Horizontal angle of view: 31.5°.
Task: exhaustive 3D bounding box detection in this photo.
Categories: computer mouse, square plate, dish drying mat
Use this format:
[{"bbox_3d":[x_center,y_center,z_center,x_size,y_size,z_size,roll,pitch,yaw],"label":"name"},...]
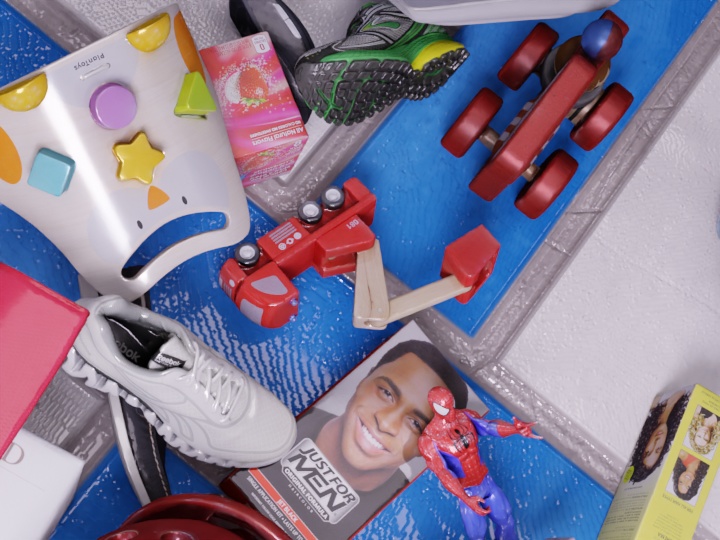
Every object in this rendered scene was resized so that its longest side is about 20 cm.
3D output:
[{"bbox_3d":[-0.076,-0.228,1.071,0.046,0.140,0.200,-28,83,-16],"label":"computer mouse"},{"bbox_3d":[0.101,-0.252,1.125,0.198,0.200,0.029,-7,118,-17],"label":"square plate"},{"bbox_3d":[-0.258,0.092,0.823,0.077,0.018,0.200,30,68,-4],"label":"dish drying mat"}]

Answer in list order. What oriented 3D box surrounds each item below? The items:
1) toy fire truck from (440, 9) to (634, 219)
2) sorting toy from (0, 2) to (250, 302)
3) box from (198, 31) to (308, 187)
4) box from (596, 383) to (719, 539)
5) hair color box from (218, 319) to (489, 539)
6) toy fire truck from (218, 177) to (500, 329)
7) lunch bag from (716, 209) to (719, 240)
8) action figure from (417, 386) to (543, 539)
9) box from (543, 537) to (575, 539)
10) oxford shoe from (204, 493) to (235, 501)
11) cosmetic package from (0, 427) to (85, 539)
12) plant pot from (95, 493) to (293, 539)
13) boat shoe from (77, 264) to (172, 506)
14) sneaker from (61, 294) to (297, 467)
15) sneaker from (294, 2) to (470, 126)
[{"bbox_3d":[0.166,-0.143,1.089,0.112,0.168,0.200,40,79,-1],"label":"toy fire truck"},{"bbox_3d":[-0.169,-0.079,0.942,0.200,0.107,0.180,-31,105,-18],"label":"sorting toy"},{"bbox_3d":[-0.155,-0.109,1.041,0.200,0.095,0.100,-19,81,-19],"label":"box"},{"bbox_3d":[0.249,0.196,1.074,0.050,0.075,0.200,30,68,-7],"label":"box"},{"bbox_3d":[-0.004,0.142,1.028,0.200,0.061,0.102,-40,87,-22],"label":"hair color box"},{"bbox_3d":[0.000,0.000,1.056,0.200,0.049,0.141,-35,69,-21],"label":"toy fire truck"},{"bbox_3d":[0.421,-0.013,1.152,0.169,0.127,0.200,-1,84,-13],"label":"lunch bag"},{"bbox_3d":[0.106,0.180,0.989,0.065,0.099,0.200,-31,107,-25],"label":"action figure"},{"bbox_3d":[0.078,0.253,0.939,0.200,0.041,0.039,-20,89,-26],"label":"box"},{"bbox_3d":[-0.082,0.264,0.965,0.071,0.073,0.200,-26,86,-21],"label":"oxford shoe"},{"bbox_3d":[-0.314,0.189,0.877,0.167,0.166,0.200,30,68,-5],"label":"cosmetic package"},{"bbox_3d":[-0.127,0.256,0.850,0.200,0.200,0.183,44,27,0],"label":"plant pot"},{"bbox_3d":[-0.170,0.090,0.997,0.060,0.074,0.200,-14,70,-13],"label":"boat shoe"},{"bbox_3d":[-0.128,0.082,0.934,0.200,0.081,0.075,32,60,-18],"label":"sneaker"},{"bbox_3d":[0.006,-0.183,1.099,0.085,0.078,0.200,49,36,13],"label":"sneaker"}]
